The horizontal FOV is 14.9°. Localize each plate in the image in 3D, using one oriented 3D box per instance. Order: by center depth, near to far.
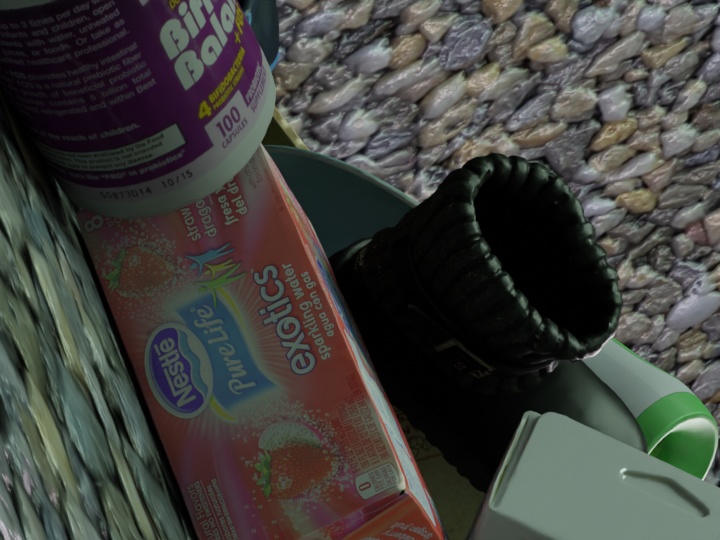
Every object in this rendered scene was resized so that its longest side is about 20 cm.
[{"bbox_3d":[0.000,0.000,1.482,0.200,0.026,0.200,24,-32,17],"label":"plate"}]

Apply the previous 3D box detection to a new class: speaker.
[{"bbox_3d":[0.101,0.059,1.523,0.200,0.088,0.089,36,-16,36],"label":"speaker"}]

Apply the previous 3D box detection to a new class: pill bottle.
[{"bbox_3d":[-0.119,-0.126,1.185,0.112,0.112,0.200,-113,177,-46],"label":"pill bottle"}]

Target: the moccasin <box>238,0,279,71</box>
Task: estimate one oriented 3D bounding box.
[{"bbox_3d":[-0.096,-0.101,1.348,0.200,0.080,0.068,-66,158,-57],"label":"moccasin"}]

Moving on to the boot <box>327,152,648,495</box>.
[{"bbox_3d":[0.087,0.041,1.304,0.211,0.080,0.158,36,-31,-17],"label":"boot"}]

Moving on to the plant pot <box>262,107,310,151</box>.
[{"bbox_3d":[-0.033,-0.051,1.626,0.200,0.027,0.200,52,3,-3],"label":"plant pot"}]

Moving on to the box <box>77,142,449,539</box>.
[{"bbox_3d":[-0.043,0.053,1.238,0.103,0.094,0.200,60,5,-61],"label":"box"}]

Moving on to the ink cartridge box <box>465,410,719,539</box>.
[{"bbox_3d":[0.101,0.184,1.285,0.084,0.146,0.200,-60,172,-54],"label":"ink cartridge box"}]

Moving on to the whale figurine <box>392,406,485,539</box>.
[{"bbox_3d":[0.027,0.070,1.442,0.104,0.159,0.201,-105,178,-65],"label":"whale figurine"}]
